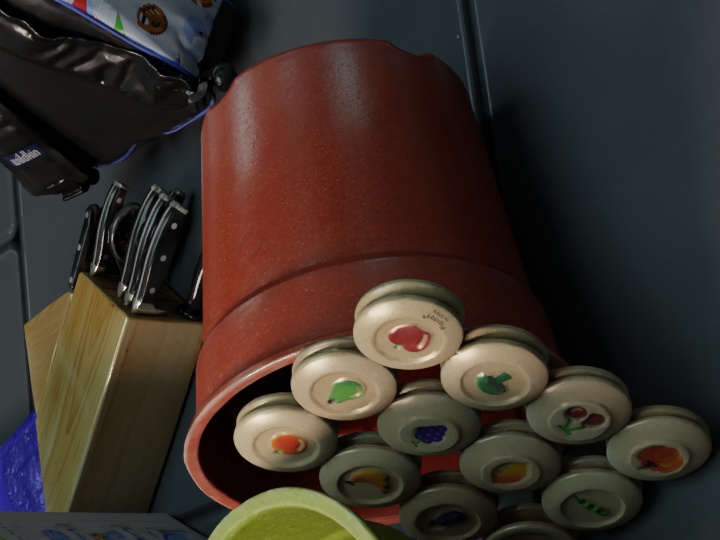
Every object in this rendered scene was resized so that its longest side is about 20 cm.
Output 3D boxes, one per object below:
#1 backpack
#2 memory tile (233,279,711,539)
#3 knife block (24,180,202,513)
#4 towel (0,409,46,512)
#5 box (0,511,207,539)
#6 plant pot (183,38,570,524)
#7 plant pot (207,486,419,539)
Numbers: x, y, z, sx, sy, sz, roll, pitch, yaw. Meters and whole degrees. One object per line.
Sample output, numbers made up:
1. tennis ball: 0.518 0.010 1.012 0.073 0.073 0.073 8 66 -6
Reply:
1. backpack: -0.193 -0.163 1.385 0.200 0.190 0.155 -29 47 46
2. memory tile: 0.052 0.081 1.032 0.153 0.200 0.017 -42 34 39
3. knife block: -0.141 0.050 1.386 0.175 0.064 0.201 -32 61 46
4. towel: -0.238 0.185 1.503 0.200 0.049 0.148 -42 53 40
5. box: -0.184 0.211 1.306 0.101 0.199 0.113 22 102 51
6. plant pot: 0.000 0.000 1.127 0.201 0.200 0.196 -41 46 41
7. plant pot: 0.039 0.205 1.032 0.200 0.189 0.201 -10 77 52
